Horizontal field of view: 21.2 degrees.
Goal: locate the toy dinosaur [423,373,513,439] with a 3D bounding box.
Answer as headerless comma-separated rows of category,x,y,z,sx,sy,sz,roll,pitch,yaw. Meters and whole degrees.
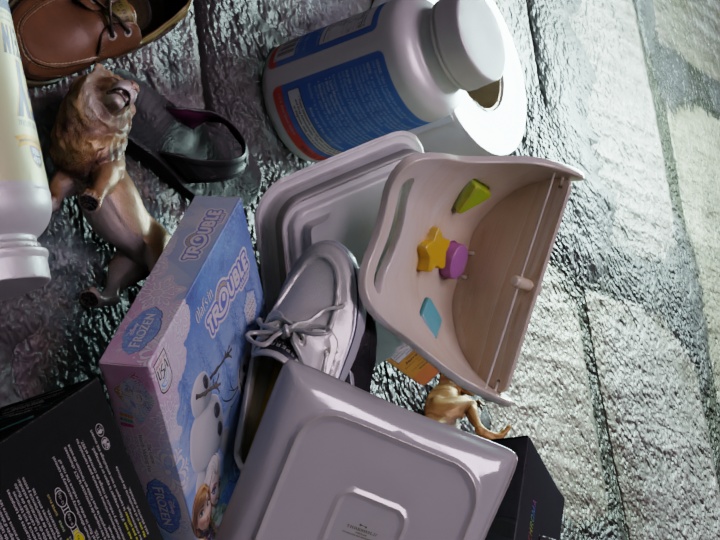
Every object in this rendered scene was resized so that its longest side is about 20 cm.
toy dinosaur,0.079,0.140,1.784,0.106,0.060,0.200,42,31,-5

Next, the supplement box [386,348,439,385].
supplement box,0.012,0.024,1.685,0.200,0.069,0.067,35,16,-45

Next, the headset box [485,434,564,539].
headset box,0.063,0.235,1.542,0.093,0.198,0.175,58,32,-41

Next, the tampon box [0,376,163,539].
tampon box,-0.238,0.171,1.137,0.200,0.149,0.127,-35,105,-58

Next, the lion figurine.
lion figurine,-0.181,-0.044,1.431,0.123,0.072,0.201,-70,149,-56

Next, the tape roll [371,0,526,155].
tape roll,0.089,-0.202,1.933,0.202,0.070,0.204,33,49,-49

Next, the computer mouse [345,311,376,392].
computer mouse,-0.009,0.116,1.501,0.046,0.140,0.202,-12,115,-45

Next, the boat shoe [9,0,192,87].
boat shoe,-0.201,-0.193,1.453,0.200,0.068,0.072,-38,110,-57

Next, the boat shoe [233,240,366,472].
boat shoe,-0.055,0.063,1.439,0.086,0.074,0.204,50,56,-62

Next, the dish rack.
dish rack,0.000,0.000,1.582,0.171,0.043,0.202,-24,127,-29

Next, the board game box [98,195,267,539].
board game box,-0.118,0.083,1.417,0.201,0.043,0.200,-66,151,-49

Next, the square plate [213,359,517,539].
square plate,-0.001,0.193,1.405,0.199,0.028,0.200,23,87,-16

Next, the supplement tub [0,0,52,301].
supplement tub,-0.274,-0.078,1.203,0.145,0.144,0.202,-5,80,-59

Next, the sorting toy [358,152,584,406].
sorting toy,0.068,-0.013,1.524,0.180,0.106,0.202,20,87,-52

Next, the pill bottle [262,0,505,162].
pill bottle,0.022,-0.174,1.682,0.112,0.199,0.113,32,50,-48

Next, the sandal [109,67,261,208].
sandal,-0.135,-0.101,1.537,0.200,0.048,0.076,29,52,-50
